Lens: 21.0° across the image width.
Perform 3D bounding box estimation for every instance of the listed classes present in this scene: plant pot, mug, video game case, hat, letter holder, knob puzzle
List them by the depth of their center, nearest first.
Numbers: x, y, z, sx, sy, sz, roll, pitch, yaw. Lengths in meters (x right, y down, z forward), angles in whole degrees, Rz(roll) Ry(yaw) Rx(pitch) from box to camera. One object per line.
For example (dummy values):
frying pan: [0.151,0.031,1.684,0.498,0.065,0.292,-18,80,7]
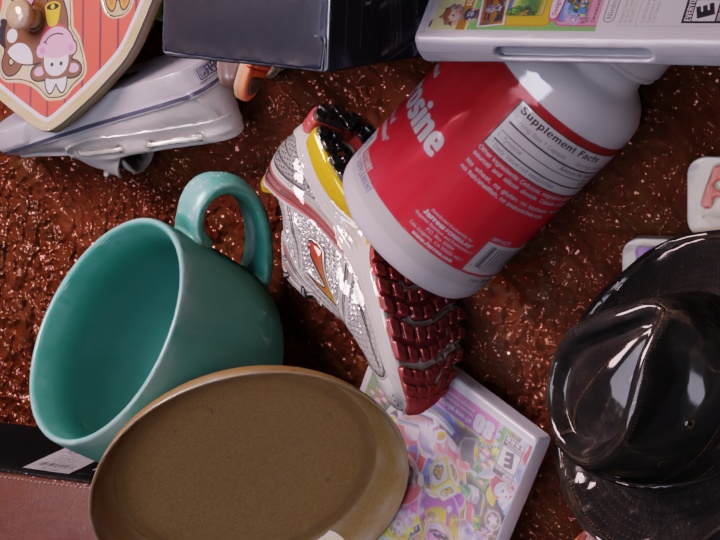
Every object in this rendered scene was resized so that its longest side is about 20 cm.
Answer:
video game case: [0.141,-0.192,1.063,0.180,0.201,0.022,4,145,26]
hat: [0.158,0.059,1.085,0.200,0.080,0.202,-25,55,42]
plant pot: [-0.069,0.128,1.198,0.200,0.199,0.028,-47,36,25]
video game case: [0.032,0.156,1.234,0.143,0.018,0.202,35,114,37]
mug: [-0.111,0.049,1.241,0.185,0.114,0.153,-39,42,26]
knob puzzle: [-0.203,-0.190,1.246,0.218,0.030,0.222,-2,86,33]
letter holder: [-0.212,0.193,1.344,0.198,0.100,0.144,4,103,26]

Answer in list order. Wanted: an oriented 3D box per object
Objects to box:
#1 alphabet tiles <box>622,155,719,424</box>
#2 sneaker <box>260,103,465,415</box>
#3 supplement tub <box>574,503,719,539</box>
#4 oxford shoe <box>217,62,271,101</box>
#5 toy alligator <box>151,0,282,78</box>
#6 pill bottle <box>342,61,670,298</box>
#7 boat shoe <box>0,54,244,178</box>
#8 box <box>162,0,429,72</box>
alphabet tiles: [0.247,0.033,1.128,0.198,0.015,0.198,4,100,27]
sneaker: [0.000,0.000,1.215,0.082,0.077,0.201,-37,65,35]
supplement tub: [0.143,0.223,1.164,0.107,0.107,0.200,43,114,14]
oxford shoe: [-0.077,-0.208,1.214,0.072,0.071,0.202,7,92,9]
toy alligator: [-0.136,-0.184,1.263,0.199,0.054,0.060,37,113,17]
pill bottle: [0.090,-0.087,1.132,0.112,0.112,0.200,49,116,11]
boat shoe: [-0.160,-0.095,1.287,0.199,0.072,0.066,-13,112,31]
box: [-0.018,-0.198,1.118,0.106,0.200,0.150,8,103,24]
